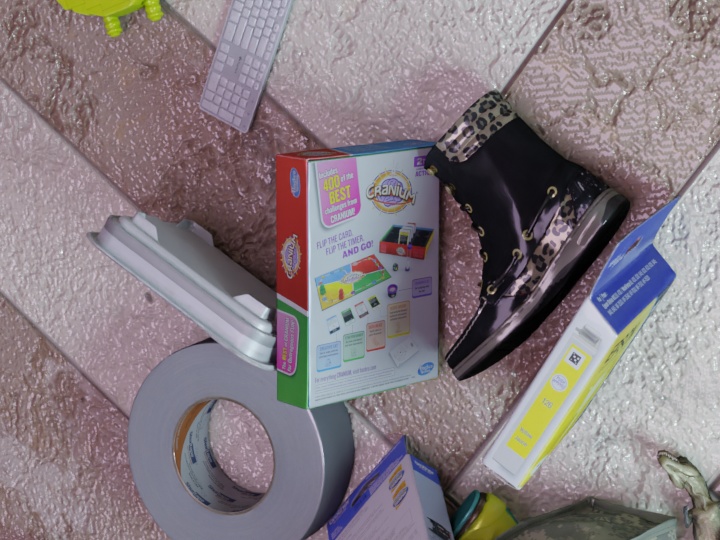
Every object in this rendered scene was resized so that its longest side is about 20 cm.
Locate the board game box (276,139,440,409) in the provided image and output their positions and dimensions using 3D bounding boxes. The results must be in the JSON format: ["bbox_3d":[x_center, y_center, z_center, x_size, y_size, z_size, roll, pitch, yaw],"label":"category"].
[{"bbox_3d":[0.000,0.000,1.507,0.040,0.152,0.203,11,105,46],"label":"board game box"}]

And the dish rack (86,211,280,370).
[{"bbox_3d":[-0.122,0.011,1.561,0.199,0.171,0.044,35,100,17],"label":"dish rack"}]

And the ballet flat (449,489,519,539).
[{"bbox_3d":[0.065,0.270,1.561,0.067,0.067,0.200,37,113,-10],"label":"ballet flat"}]

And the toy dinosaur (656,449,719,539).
[{"bbox_3d":[0.286,0.237,1.457,0.047,0.088,0.202,-17,94,2],"label":"toy dinosaur"}]

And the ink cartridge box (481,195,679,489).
[{"bbox_3d":[0.183,0.051,1.405,0.047,0.197,0.201,37,114,11],"label":"ink cartridge box"}]

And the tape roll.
[{"bbox_3d":[-0.107,0.157,1.635,0.198,0.066,0.203,4,101,24],"label":"tape roll"}]

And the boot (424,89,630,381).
[{"bbox_3d":[0.104,-0.028,1.500,0.154,0.073,0.204,45,110,14],"label":"boot"}]

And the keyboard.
[{"bbox_3d":[-0.088,-0.221,1.587,0.056,0.011,0.202,27,109,19],"label":"keyboard"}]

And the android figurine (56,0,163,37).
[{"bbox_3d":[-0.227,-0.309,1.619,0.181,0.041,0.202,-18,91,27],"label":"android figurine"}]

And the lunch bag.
[{"bbox_3d":[0.154,0.287,1.453,0.117,0.199,0.166,7,104,45],"label":"lunch bag"}]

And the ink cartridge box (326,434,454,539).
[{"bbox_3d":[0.027,0.239,1.537,0.042,0.201,0.120,30,111,-23],"label":"ink cartridge box"}]
